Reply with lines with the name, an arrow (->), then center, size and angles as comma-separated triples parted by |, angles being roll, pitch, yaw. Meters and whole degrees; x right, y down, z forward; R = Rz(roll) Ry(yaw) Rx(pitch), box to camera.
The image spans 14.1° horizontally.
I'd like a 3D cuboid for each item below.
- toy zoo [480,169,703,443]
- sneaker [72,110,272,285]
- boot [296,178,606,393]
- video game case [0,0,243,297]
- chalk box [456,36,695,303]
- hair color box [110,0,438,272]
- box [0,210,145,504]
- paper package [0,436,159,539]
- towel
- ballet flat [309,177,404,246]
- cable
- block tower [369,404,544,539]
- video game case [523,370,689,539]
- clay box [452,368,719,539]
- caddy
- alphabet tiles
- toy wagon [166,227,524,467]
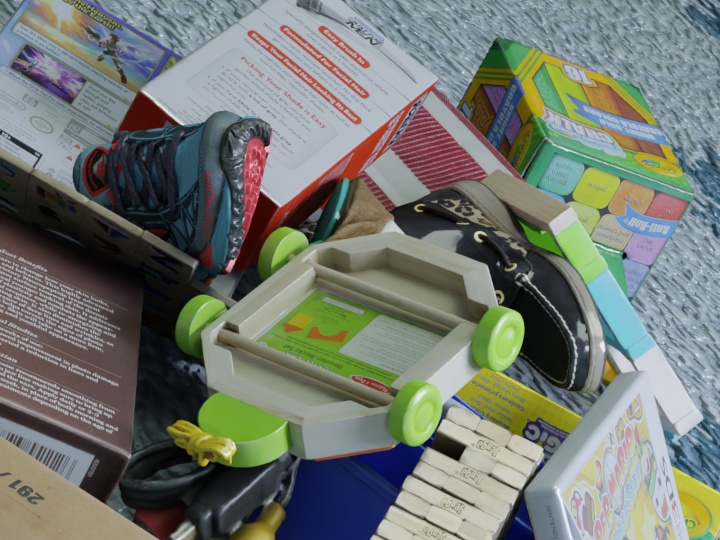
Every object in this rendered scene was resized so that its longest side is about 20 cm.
toy zoo -> 0.152, 0.031, 1.853 | 0.200, 0.020, 0.131 | 57, -8, -21
sneaker -> -0.109, -0.037, 1.572 | 0.095, 0.200, 0.080 | 17, 69, -10
boot -> 0.046, 0.018, 1.769 | 0.150, 0.073, 0.200 | -10, 40, -26
video game case -> -0.145, -0.069, 1.745 | 0.200, 0.045, 0.182 | 31, 40, -4
chalk box -> 0.139, -0.049, 2.006 | 0.124, 0.124, 0.200 | 19, 25, -23
hair color box -> -0.051, -0.092, 1.751 | 0.111, 0.064, 0.200 | 39, 40, 8
box -> -0.172, 0.053, 1.496 | 0.100, 0.075, 0.200 | 24, 25, -13
paper package -> -0.187, 0.148, 1.242 | 0.200, 0.104, 0.191 | 31, 21, 5
towel -> -0.003, -0.063, 1.910 | 0.199, 0.023, 0.144 | -14, 45, -30
ballet flat -> 0.000, 0.000, 1.657 | 0.072, 0.068, 0.200 | 25, 15, 0
cable -> -0.045, 0.098, 1.484 | 0.097, 0.050, 0.200 | 29, 49, 32
block tower -> 0.025, 0.154, 1.427 | 0.058, 0.054, 0.200 | 25, 53, 8
video game case -> 0.142, 0.167, 1.540 | 0.023, 0.183, 0.200 | -11, 11, 22
clay box -> 0.133, 0.120, 1.692 | 0.199, 0.048, 0.115 | 30, -8, -2
caddy -> 0.034, 0.117, 1.560 | 0.200, 0.105, 0.141 | 36, 23, 15
alphabet tiles -> -0.126, 0.001, 1.606 | 0.199, 0.008, 0.167 | 29, -17, 0
toy wagon -> -0.020, 0.046, 1.475 | 0.155, 0.040, 0.200 | 20, 45, 34
